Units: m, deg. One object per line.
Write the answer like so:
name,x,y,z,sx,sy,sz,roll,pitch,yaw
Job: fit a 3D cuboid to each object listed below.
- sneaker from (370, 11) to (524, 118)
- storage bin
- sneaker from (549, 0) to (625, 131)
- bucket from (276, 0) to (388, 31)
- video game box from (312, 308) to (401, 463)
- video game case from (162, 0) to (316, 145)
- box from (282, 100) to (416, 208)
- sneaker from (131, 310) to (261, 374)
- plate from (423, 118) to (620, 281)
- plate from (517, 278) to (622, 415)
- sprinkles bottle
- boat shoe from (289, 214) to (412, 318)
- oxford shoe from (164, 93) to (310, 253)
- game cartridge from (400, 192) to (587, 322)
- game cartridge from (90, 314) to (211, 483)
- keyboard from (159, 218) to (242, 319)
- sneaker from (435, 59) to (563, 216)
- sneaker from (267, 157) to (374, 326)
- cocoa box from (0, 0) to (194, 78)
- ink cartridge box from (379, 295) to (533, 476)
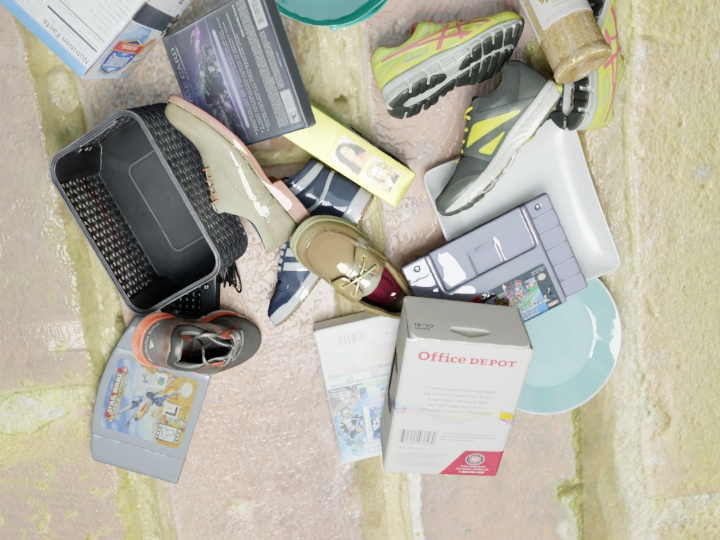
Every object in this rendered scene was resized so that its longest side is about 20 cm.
sneaker,0.099,-0.259,0.874,0.197,0.079,0.091,-27,68,-14
storage bin,-0.235,-0.071,0.860,0.133,0.094,0.203,-27,100,18
sneaker,0.277,-0.263,0.904,0.089,0.078,0.205,4,96,-36
bucket,-0.039,-0.364,0.812,0.202,0.135,0.212,-1,104,-4
video game box,0.051,0.138,0.982,0.195,0.047,0.186,-12,102,-2
video game case,-0.137,-0.209,0.825,0.019,0.198,0.146,-30,108,-38
box,-0.030,-0.151,0.895,0.198,0.075,0.051,31,101,-12
sneaker,-0.169,0.092,0.880,0.081,0.199,0.079,12,95,31
plate,0.199,-0.063,0.944,0.196,0.032,0.203,-22,96,1
plate,0.240,0.085,0.987,0.195,0.026,0.205,0,96,-1
sprinkles bottle,0.208,-0.311,0.843,0.067,0.068,0.204,-22,79,1
boat shoe,0.000,0.000,0.876,0.199,0.066,0.075,29,101,-47
oxford shoe,-0.144,-0.103,0.822,0.200,0.071,0.074,45,87,-13
game cartridge,0.163,0.009,0.920,0.197,0.038,0.132,-27,92,4
game cartridge,-0.266,0.163,0.965,0.131,0.042,0.204,17,101,-13
keyboard,-0.195,-0.036,0.923,0.102,0.040,0.205,2,104,-5
sneaker,0.147,-0.154,0.888,0.084,0.074,0.201,41,96,8
sneaker,-0.080,-0.039,0.918,0.108,0.070,0.202,35,101,-6
cocoa box,-0.268,-0.289,0.775,0.133,0.200,0.131,42,97,-13
ink cartridge box,0.106,0.141,0.894,0.144,0.086,0.204,5,121,-6
